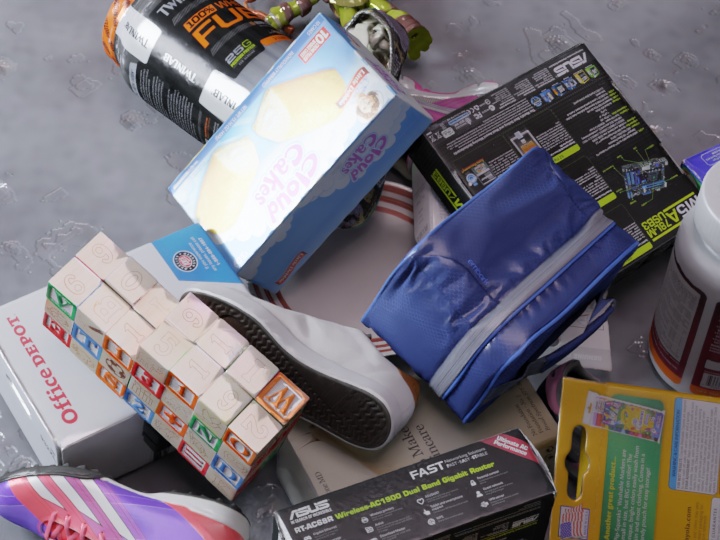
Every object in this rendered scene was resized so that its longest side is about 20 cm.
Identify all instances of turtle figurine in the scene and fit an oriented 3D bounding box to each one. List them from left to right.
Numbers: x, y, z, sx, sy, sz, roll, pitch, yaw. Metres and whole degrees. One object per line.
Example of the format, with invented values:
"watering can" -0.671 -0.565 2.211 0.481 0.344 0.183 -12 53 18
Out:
"turtle figurine" 0.001 -0.262 1.778 0.199 0.065 0.162 -22 55 -21

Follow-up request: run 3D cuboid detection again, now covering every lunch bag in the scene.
"lunch bag" 0.117 0.013 1.412 0.132 0.136 0.200 46 59 8

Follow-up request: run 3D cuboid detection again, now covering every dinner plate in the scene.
"dinner plate" 0.000 0.000 1.586 0.198 0.024 0.201 3 49 -3

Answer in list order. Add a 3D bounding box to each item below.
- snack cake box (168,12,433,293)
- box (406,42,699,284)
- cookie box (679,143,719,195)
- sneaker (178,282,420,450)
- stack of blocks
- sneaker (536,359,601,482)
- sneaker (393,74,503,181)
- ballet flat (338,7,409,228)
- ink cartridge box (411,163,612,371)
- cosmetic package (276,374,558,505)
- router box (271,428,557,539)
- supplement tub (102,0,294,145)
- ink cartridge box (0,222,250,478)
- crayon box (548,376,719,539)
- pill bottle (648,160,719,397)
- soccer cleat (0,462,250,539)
"snack cake box" -0.051 -0.095 1.534 0.200 0.067 0.115 -48 57 11
"box" 0.170 -0.075 1.573 0.199 0.048 0.194 -30 79 -29
"cookie box" 0.395 -0.036 1.610 0.170 0.075 0.200 -23 55 -22
"sneaker" -0.046 0.066 1.413 0.199 0.073 0.085 31 30 14
"stack of blocks" -0.139 0.066 1.356 0.200 0.115 0.059 42 64 7
"sneaker" 0.215 0.148 1.438 0.199 0.082 0.070 36 56 18
"sneaker" 0.077 -0.116 1.658 0.198 0.082 0.089 7 51 13
"ballet flat" -0.007 -0.138 1.603 0.071 0.072 0.202 10 72 4
"ink cartridge box" 0.128 -0.007 1.576 0.160 0.050 0.201 7 64 -15
"cosmetic package" 0.045 0.143 1.437 0.199 0.073 0.104 -19 53 -20
"router box" 0.034 0.205 1.333 0.199 0.150 0.062 -16 53 -18
"supplement tub" -0.130 -0.180 1.662 0.200 0.123 0.122 36 56 23
"ink cartridge box" -0.180 0.070 1.473 0.199 0.084 0.145 -24 58 -23
"crayon box" 0.233 0.156 1.386 0.198 0.052 0.127 9 79 -10
"pill bottle" 0.299 0.008 1.485 0.109 0.201 0.110 2 50 -3
"soccer cleat" -0.184 0.197 1.382 0.198 0.068 0.074 11 54 2
